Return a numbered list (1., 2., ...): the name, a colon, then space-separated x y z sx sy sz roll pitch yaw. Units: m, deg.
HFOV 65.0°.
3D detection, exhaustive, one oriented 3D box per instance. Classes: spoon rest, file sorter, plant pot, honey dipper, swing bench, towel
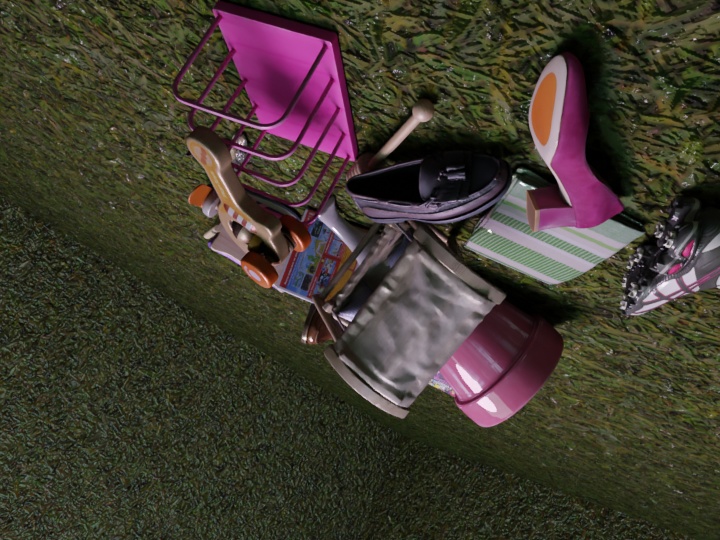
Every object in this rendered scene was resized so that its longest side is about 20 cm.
1. spoon rest: 0.020 -0.034 0.885 0.199 0.100 0.061 40 171 4
2. file sorter: -0.099 -0.160 0.631 0.137 0.127 0.200 21 161 15
3. plant pot: 0.190 0.115 0.907 0.179 0.200 0.200 42 161 -1
4. honey dipper: 0.031 -0.142 0.651 0.038 0.038 0.200 29 159 -10
5. swing bench: 0.049 0.038 0.729 0.129 0.200 0.200 32 -165 -21
6. towel: 0.219 -0.043 0.684 0.151 0.024 0.200 25 160 2

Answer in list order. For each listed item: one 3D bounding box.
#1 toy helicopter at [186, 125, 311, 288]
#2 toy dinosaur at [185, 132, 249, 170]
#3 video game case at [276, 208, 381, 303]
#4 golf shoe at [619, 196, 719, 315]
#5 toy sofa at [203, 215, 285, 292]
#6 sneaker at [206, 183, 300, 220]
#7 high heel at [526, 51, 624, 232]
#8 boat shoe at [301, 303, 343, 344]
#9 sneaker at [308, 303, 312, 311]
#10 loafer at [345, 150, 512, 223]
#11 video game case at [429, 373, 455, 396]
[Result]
1. toy helicopter: -0.143 -0.080 0.628 0.131 0.079 0.201 28 154 29
2. toy dinosaur: -0.228 -0.174 0.898 0.087 0.048 0.200 24 166 -14
3. video game case: -0.027 -0.003 0.926 0.198 0.145 0.017 21 177 16
4. golf shoe: 0.329 0.004 0.583 0.087 0.078 0.200 15 160 11
5. toy sofa: -0.223 -0.037 1.168 0.199 0.099 0.083 33 160 -22
6. sneaker: -0.211 -0.096 1.017 0.198 0.083 0.070 20 161 19
7. high heel: 0.203 -0.108 0.503 0.094 0.068 0.201 -11 137 4
8. boat shoe: -0.041 0.082 0.992 0.067 0.073 0.200 20 -160 11
9. sneaker: -0.073 0.084 1.338 0.081 0.075 0.200 22 168 6
10. loafer: 0.067 -0.093 0.631 0.198 0.073 0.063 -6 157 41
11. video game case: 0.212 0.179 1.117 0.198 0.036 0.183 25 127 1
